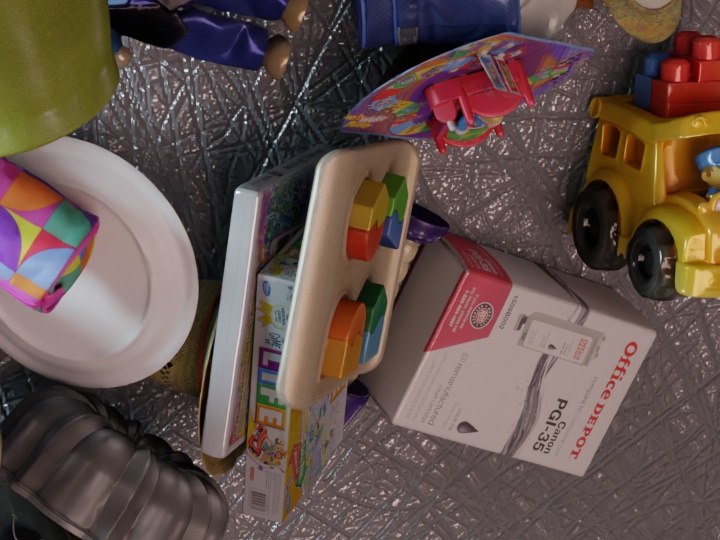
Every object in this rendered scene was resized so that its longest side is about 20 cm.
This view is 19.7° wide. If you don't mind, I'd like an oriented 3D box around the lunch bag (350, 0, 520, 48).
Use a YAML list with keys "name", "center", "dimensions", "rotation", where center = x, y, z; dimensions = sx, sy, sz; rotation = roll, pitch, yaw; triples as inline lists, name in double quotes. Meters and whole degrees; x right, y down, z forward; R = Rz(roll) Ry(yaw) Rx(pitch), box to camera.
- name: "lunch bag"
  center: [0.040, -0.260, 1.460]
  dimensions: [0.131, 0.136, 0.201]
  rotation: [-5, 116, -1]

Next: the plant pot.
- name: "plant pot"
  center: [-0.248, -0.185, 1.351]
  dimensions: [0.199, 0.200, 0.194]
  rotation: [-24, 123, -10]

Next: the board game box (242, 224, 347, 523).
- name: "board game box"
  center: [-0.043, 0.068, 1.554]
  dimensions: [0.034, 0.135, 0.201]
  rotation: [13, 118, 15]

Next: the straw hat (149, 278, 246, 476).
- name: "straw hat"
  center: [-0.121, 0.050, 1.575]
  dimensions: [0.084, 0.201, 0.202]
  rotation: [12, 116, 15]

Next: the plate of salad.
- name: "plate of salad"
  center: [-0.207, -0.008, 1.508]
  dimensions: [0.198, 0.048, 0.202]
  rotation: [8, 117, 16]

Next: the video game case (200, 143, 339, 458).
- name: "video game case"
  center: [-0.065, 0.018, 1.545]
  dimensions: [0.024, 0.182, 0.202]
  rotation: [13, 107, 15]

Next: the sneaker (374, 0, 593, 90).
- name: "sneaker"
  center: [0.099, -0.162, 1.581]
  dimensions: [0.200, 0.073, 0.085]
  rotation: [-41, 121, -1]

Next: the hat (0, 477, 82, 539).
- name: "hat"
  center: [-0.226, 0.231, 1.588]
  dimensions: [0.081, 0.200, 0.202]
  rotation: [-23, 124, -38]

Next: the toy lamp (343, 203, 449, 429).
- name: "toy lamp"
  center: [0.004, 0.042, 1.655]
  dimensions: [0.058, 0.058, 0.201]
  rotation: [18, 104, -29]

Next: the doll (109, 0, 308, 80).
- name: "doll"
  center: [-0.140, -0.200, 1.476]
  dimensions: [0.199, 0.049, 0.137]
  rotation: [12, 118, -21]

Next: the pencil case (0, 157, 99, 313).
- name: "pencil case"
  center: [-0.279, -0.048, 1.431]
  dimensions: [0.199, 0.088, 0.089]
  rotation: [29, 103, -1]

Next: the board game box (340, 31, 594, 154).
- name: "board game box"
  center: [0.083, -0.115, 1.509]
  dimensions: [0.157, 0.039, 0.199]
  rotation: [-27, 165, 30]

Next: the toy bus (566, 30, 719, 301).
- name: "toy bus"
  center: [0.262, -0.084, 1.622]
  dimensions: [0.135, 0.200, 0.194]
  rotation: [-3, 108, -22]

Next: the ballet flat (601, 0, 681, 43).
- name: "ballet flat"
  center: [0.195, -0.245, 1.516]
  dimensions: [0.070, 0.071, 0.201]
  rotation: [-34, 118, -3]

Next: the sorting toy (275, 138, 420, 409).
- name: "sorting toy"
  center: [0.000, 0.000, 1.517]
  dimensions: [0.036, 0.200, 0.187]
  rotation: [13, 99, 16]

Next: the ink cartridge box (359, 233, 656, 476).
- name: "ink cartridge box"
  center: [0.122, 0.069, 1.700]
  dimensions: [0.199, 0.083, 0.147]
  rotation: [17, 107, -29]

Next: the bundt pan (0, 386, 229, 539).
- name: "bundt pan"
  center: [-0.180, 0.152, 1.535]
  dimensions: [0.201, 0.202, 0.076]
  rotation: [33, 90, -32]

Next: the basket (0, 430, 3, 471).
- name: "basket"
  center: [-0.322, 0.085, 1.441]
  dimensions: [0.135, 0.200, 0.181]
  rotation: [24, 113, -22]
